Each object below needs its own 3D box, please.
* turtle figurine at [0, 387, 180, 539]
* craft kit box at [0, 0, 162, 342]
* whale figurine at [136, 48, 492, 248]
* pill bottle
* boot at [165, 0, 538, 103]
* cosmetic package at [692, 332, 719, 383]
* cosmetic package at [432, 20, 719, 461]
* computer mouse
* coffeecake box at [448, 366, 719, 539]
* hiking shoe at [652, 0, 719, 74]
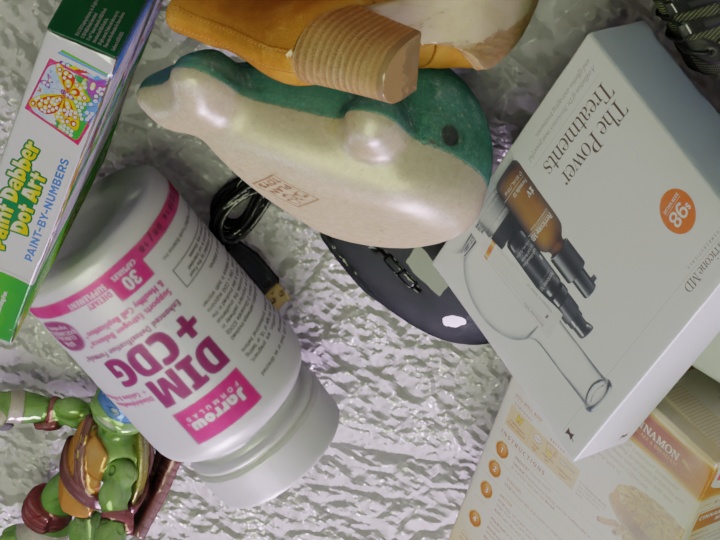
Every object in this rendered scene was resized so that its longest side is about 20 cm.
[{"bbox_3d":[-0.211,0.154,1.460,0.144,0.200,0.194,28,135,10],"label":"turtle figurine"},{"bbox_3d":[-0.157,-0.093,1.259,0.048,0.200,0.198,20,124,-3],"label":"craft kit box"},{"bbox_3d":[-0.019,-0.086,1.259,0.200,0.104,0.159,22,164,-20],"label":"whale figurine"},{"bbox_3d":[-0.107,0.044,1.380,0.113,0.113,0.200,-27,117,26],"label":"pill bottle"},{"bbox_3d":[0.000,-0.152,1.224,0.144,0.201,0.071,24,122,25],"label":"boot"},{"bbox_3d":[0.262,0.037,1.323,0.200,0.102,0.074,30,122,-8],"label":"cosmetic package"},{"bbox_3d":[0.137,-0.014,1.253,0.151,0.052,0.200,53,136,21],"label":"cosmetic package"},{"bbox_3d":[0.000,0.000,1.382,0.140,0.046,0.200,-37,110,28],"label":"computer mouse"},{"bbox_3d":[0.152,0.132,1.378,0.154,0.073,0.200,44,133,32],"label":"coffeecake box"},{"bbox_3d":[0.180,-0.153,1.226,0.200,0.076,0.101,18,122,-2],"label":"hiking shoe"}]
